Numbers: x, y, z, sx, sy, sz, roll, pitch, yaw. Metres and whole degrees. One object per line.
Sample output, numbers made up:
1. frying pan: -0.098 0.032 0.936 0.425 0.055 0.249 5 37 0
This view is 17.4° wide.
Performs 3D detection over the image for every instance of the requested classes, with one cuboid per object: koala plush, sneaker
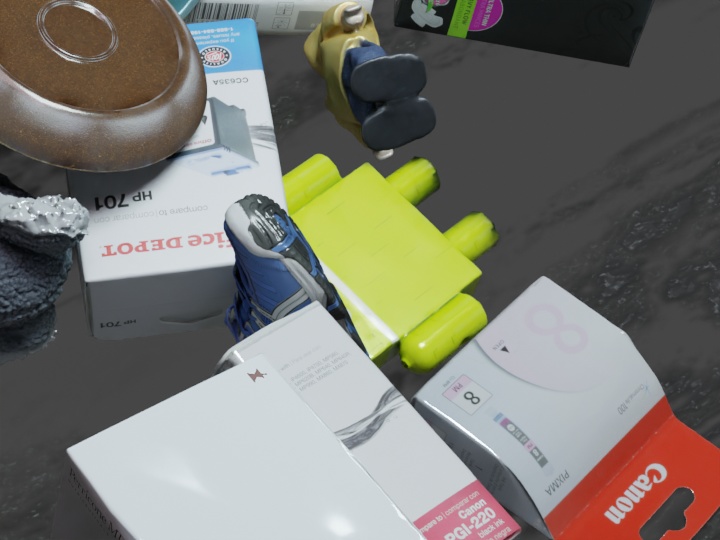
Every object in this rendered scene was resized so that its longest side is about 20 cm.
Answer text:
1. koala plush: -0.282 -0.020 1.550 0.200 0.177 0.184 20 45 -9
2. sneaker: -0.052 0.026 1.529 0.077 0.200 0.076 -27 51 0

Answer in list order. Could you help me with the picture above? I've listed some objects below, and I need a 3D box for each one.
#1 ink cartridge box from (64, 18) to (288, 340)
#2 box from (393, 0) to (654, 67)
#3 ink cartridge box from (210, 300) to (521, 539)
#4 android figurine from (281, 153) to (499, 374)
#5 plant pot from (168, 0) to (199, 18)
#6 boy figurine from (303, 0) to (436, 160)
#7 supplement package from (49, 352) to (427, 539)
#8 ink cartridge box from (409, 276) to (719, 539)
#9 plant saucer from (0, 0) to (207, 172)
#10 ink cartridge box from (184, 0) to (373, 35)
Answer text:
1. ink cartridge box: -0.129 -0.065 1.627 0.146 0.086 0.200 -7 60 -8
2. box: 0.139 -0.270 1.895 0.200 0.149 0.124 9 47 -8
3. ink cartridge box: -0.012 0.142 1.476 0.085 0.146 0.200 -32 71 -36
4. android figurine: 0.000 0.000 1.674 0.200 0.041 0.182 -35 71 -28
5. plant pot: -0.233 -0.287 1.774 0.196 0.200 0.200 29 46 34
6. boy figurine: 0.003 -0.146 1.777 0.064 0.124 0.200 -16 20 -6
7. supplement package: -0.075 0.200 1.386 0.147 0.200 0.191 -25 59 -32
8. ink cartridge box: 0.155 0.111 1.633 0.200 0.057 0.163 33 49 20
9. plant saucer: -0.192 -0.151 1.567 0.200 0.032 0.200 16 46 -17
10. ink cartridge box: -0.087 -0.273 1.907 0.161 0.050 0.200 -1 52 -16
